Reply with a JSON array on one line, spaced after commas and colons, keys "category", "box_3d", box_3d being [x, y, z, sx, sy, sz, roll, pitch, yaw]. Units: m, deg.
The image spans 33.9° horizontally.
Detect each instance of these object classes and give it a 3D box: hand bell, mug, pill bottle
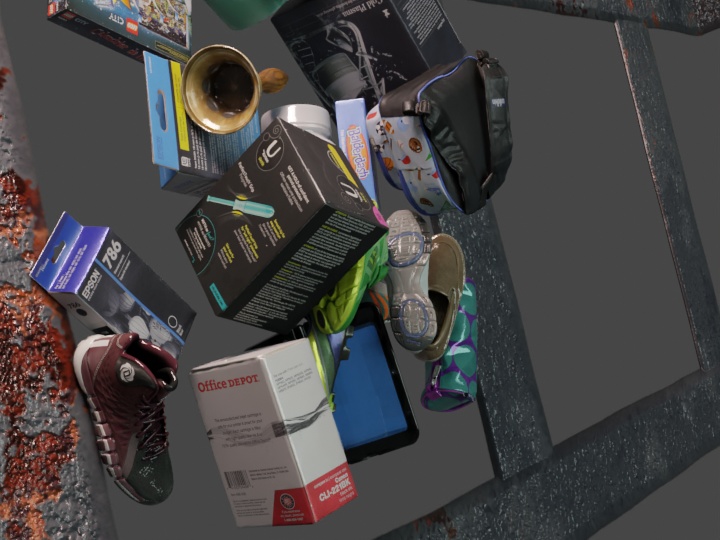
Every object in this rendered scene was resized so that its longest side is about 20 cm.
[{"category": "hand bell", "box_3d": [-0.136, -0.234, 1.484, 0.105, 0.103, 0.200, 70, 21, -6]}, {"category": "mug", "box_3d": [-0.142, -0.411, 1.539, 0.114, 0.184, 0.153, 45, 56, -30]}, {"category": "pill bottle", "box_3d": [-0.079, -0.110, 1.575, 0.114, 0.114, 0.202, 12, 68, -51]}]

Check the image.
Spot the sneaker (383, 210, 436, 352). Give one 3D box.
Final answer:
[{"category": "sneaker", "box_3d": [0.060, 0.018, 1.597, 0.087, 0.074, 0.202, 94, -5, -71]}]

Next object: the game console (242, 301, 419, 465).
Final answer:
[{"category": "game console", "box_3d": [-0.037, 0.165, 1.528, 0.175, 0.116, 0.202, -24, 97, -54]}]

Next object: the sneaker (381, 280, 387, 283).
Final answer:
[{"category": "sneaker", "box_3d": [0.031, -0.019, 1.724, 0.200, 0.086, 0.075, 35, 57, -66]}]

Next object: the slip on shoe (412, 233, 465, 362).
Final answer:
[{"category": "slip on shoe", "box_3d": [0.113, 0.034, 1.760, 0.061, 0.075, 0.202, 88, 16, -69]}]

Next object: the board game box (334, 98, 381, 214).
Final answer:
[{"category": "board game box", "box_3d": [0.000, -0.135, 1.665, 0.200, 0.044, 0.154, 73, 11, -78]}]

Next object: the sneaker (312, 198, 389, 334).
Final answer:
[{"category": "sneaker", "box_3d": [0.000, 0.000, 1.486, 0.084, 0.074, 0.201, 46, 47, -33]}]

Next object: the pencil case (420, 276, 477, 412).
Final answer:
[{"category": "pencil case", "box_3d": [0.136, 0.111, 1.810, 0.092, 0.084, 0.202, 34, 51, -51]}]

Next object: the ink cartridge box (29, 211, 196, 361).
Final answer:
[{"category": "ink cartridge box", "box_3d": [-0.272, 0.029, 1.326, 0.200, 0.039, 0.100, 47, 45, -33]}]

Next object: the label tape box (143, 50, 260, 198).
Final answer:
[{"category": "label tape box", "box_3d": [-0.209, -0.172, 1.461, 0.199, 0.063, 0.146, 10, 68, -52]}]

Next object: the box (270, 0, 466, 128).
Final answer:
[{"category": "box", "box_3d": [0.013, -0.341, 1.711, 0.197, 0.199, 0.124, 55, 41, -24]}]

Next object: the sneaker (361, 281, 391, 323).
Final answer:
[{"category": "sneaker", "box_3d": [0.007, 0.054, 1.679, 0.199, 0.071, 0.081, 23, 77, -52]}]

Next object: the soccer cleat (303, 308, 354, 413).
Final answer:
[{"category": "soccer cleat", "box_3d": [-0.068, 0.145, 1.478, 0.083, 0.065, 0.202, 15, 80, -7]}]

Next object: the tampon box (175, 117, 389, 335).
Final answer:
[{"category": "tampon box", "box_3d": [-0.095, -0.050, 1.420, 0.126, 0.200, 0.151, 19, 34, -49]}]

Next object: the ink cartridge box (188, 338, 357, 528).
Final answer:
[{"category": "ink cartridge box", "box_3d": [-0.105, 0.192, 1.394, 0.083, 0.144, 0.202, -22, 96, -46]}]

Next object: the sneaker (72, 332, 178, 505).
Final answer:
[{"category": "sneaker", "box_3d": [-0.229, 0.157, 1.269, 0.076, 0.115, 0.202, -36, 107, -52]}]

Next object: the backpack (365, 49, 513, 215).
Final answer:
[{"category": "backpack", "box_3d": [0.109, -0.170, 1.588, 0.200, 0.153, 0.192, -35, 109, -39]}]

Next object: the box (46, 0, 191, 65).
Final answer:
[{"category": "box", "box_3d": [-0.289, -0.335, 1.436, 0.199, 0.037, 0.138, 19, 62, -49]}]
